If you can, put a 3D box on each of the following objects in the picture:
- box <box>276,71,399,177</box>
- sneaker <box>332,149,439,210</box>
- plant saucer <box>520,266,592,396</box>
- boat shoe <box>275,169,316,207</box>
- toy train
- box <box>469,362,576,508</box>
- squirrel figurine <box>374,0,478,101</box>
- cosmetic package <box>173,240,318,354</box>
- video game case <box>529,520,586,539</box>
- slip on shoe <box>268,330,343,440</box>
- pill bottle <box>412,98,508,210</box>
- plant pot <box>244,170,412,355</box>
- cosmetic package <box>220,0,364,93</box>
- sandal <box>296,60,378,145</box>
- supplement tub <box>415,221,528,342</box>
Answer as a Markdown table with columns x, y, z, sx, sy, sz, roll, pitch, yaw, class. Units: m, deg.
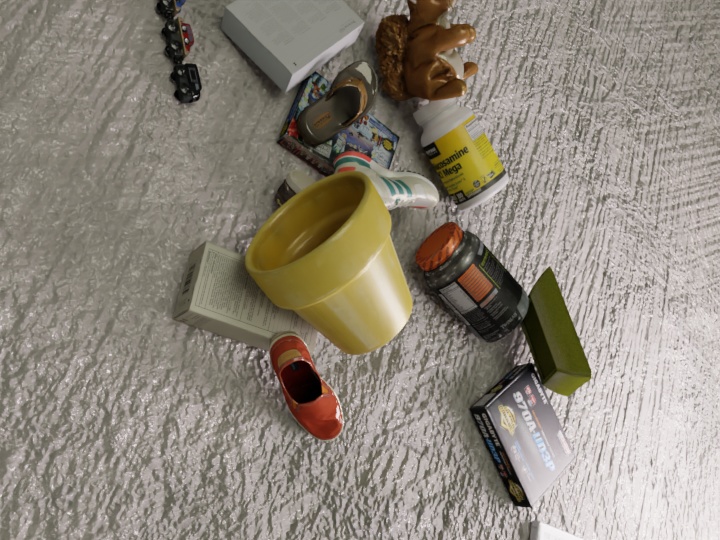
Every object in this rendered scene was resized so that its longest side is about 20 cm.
| x | y | z | sx | sy | sz | roll | pitch | yaw | class |
| --- | --- | --- | --- | --- | --- | --- | --- | --- | --- |
| -0.033 | -0.222 | 1.150 | 0.198 | 0.040 | 0.140 | 32 | 63 | -25 | box |
| 0.041 | -0.117 | 1.101 | 0.196 | 0.070 | 0.096 | 18 | 58 | -26 | sneaker |
| 0.341 | 0.122 | 1.240 | 0.047 | 0.200 | 0.205 | -16 | 70 | -2 | plant saucer |
| -0.052 | -0.065 | 1.051 | 0.200 | 0.060 | 0.072 | 46 | 28 | 4 | boat shoe |
| -0.271 | -0.349 | 1.019 | 0.045 | 0.034 | 0.206 | -9 | 83 | -39 | toy train |
| 0.299 | 0.298 | 1.246 | 0.157 | 0.046 | 0.204 | -28 | 95 | -37 | box |
| 0.101 | -0.406 | 1.194 | 0.142 | 0.195 | 0.190 | -51 | 131 | -48 | squirrel figurine |
| -0.155 | 0.047 | 0.974 | 0.197 | 0.072 | 0.106 | 24 | 64 | -29 | cosmetic package |
| 0.372 | 0.577 | 1.241 | 0.197 | 0.023 | 0.186 | 29 | 63 | -27 | video game case |
| -0.074 | 0.177 | 0.968 | 0.073 | 0.062 | 0.203 | -24 | 124 | -4 | slip on shoe |
| 0.181 | -0.224 | 1.257 | 0.112 | 0.112 | 0.203 | -38 | 100 | -35 | pill bottle |
| -0.026 | 0.002 | 0.927 | 0.190 | 0.198 | 0.202 | 54 | 54 | -29 | plant pot |
| -0.108 | -0.402 | 1.116 | 0.150 | 0.052 | 0.200 | 43 | 56 | 3 | cosmetic package |
| -0.028 | -0.278 | 1.109 | 0.082 | 0.054 | 0.200 | 53 | 55 | -12 | sandal |
| 0.194 | 0.019 | 1.198 | 0.200 | 0.122 | 0.124 | 45 | 57 | -17 | supplement tub |
